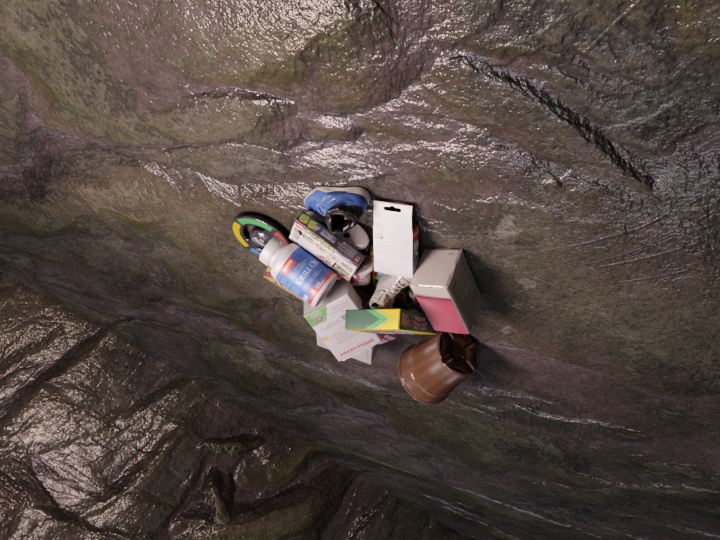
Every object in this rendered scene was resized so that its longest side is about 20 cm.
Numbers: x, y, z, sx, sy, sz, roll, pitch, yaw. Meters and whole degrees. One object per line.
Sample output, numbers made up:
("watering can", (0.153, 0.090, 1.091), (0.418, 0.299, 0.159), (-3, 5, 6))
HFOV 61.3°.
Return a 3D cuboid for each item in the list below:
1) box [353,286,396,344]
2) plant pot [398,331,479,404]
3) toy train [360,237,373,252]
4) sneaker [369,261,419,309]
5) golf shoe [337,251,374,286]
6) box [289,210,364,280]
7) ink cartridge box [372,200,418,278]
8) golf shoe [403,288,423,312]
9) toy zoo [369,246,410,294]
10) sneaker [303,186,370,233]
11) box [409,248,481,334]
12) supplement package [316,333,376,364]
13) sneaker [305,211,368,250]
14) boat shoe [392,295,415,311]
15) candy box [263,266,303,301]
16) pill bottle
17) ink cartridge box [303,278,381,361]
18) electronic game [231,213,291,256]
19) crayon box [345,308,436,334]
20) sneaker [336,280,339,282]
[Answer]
("box", (0.016, 0.138, 1.867), (0.199, 0.096, 0.100), (29, 150, -20))
("plant pot", (0.247, 0.281, 1.861), (0.199, 0.201, 0.198), (30, 141, -9))
("toy train", (-0.040, -0.065, 1.683), (0.199, 0.034, 0.046), (-10, 123, 45))
("sneaker", (0.097, 0.051, 1.637), (0.073, 0.116, 0.200), (35, 146, -13))
("golf shoe", (0.000, 0.000, 1.716), (0.092, 0.073, 0.200), (28, 161, -18))
("box", (-0.090, -0.061, 1.584), (0.199, 0.035, 0.110), (36, 152, 0))
("ink cartridge box", (0.089, -0.085, 1.522), (0.108, 0.050, 0.202), (11, 122, 22))
("golf shoe", (0.212, 0.108, 1.722), (0.200, 0.078, 0.088), (42, 148, -21))
("toy zoo", (0.092, -0.004, 1.689), (0.130, 0.021, 0.201), (15, 147, 16))
("sneaker", (-0.076, -0.145, 1.507), (0.199, 0.112, 0.077), (2, 143, 34))
("box", (0.225, 0.054, 1.576), (0.108, 0.128, 0.200), (3, 142, 33))
("supplement package", (-0.035, 0.206, 2.004), (0.198, 0.118, 0.117), (18, 148, 11))
("sneaker", (-0.062, -0.086, 1.634), (0.199, 0.073, 0.112), (24, 152, 20))
("boat shoe", (0.159, 0.122, 1.783), (0.198, 0.076, 0.072), (13, 145, 16))
("candy box", (-0.173, 0.048, 1.781), (0.200, 0.056, 0.115), (36, 165, -30))
("pill bottle", (-0.170, -0.002, 1.631), (0.199, 0.112, 0.112), (35, 150, 4))
("ink cartridge box", (-0.050, 0.143, 1.737), (0.144, 0.084, 0.201), (-27, 122, 12))
("electronic game", (-0.293, -0.096, 1.806), (0.198, 0.042, 0.201), (18, 148, 12))
("crayon box", (0.085, 0.138, 1.636), (0.171, 0.059, 0.199), (-5, 169, 35))
("sneaker", (-0.133, 0.002, 1.816), (0.199, 0.077, 0.114), (32, 174, -42))
